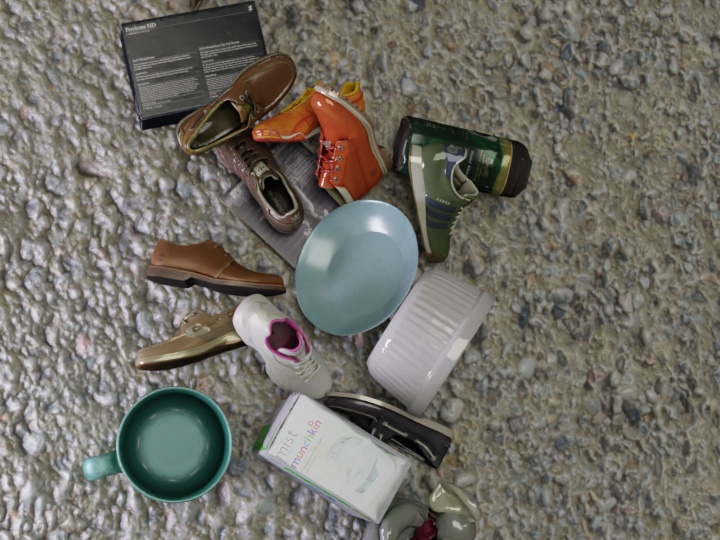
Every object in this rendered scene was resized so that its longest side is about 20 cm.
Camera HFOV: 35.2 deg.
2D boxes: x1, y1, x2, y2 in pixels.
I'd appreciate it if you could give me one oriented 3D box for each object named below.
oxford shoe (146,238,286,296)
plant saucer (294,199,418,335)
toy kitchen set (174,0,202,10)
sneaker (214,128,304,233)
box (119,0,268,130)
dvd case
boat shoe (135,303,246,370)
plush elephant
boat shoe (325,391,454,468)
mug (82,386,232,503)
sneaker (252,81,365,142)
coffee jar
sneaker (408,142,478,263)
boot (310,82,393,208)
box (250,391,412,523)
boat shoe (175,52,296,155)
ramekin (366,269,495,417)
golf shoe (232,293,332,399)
[{"bbox_3d":[-0.198,-0.005,1.605,0.197,0.071,0.072,12,74,-8],"label":"oxford shoe"},{"bbox_3d":[0.000,0.000,1.602,0.199,0.039,0.203,-12,64,26],"label":"plant saucer"},{"bbox_3d":[-0.149,-0.464,1.635,0.179,0.163,0.202,27,78,-6],"label":"toy kitchen set"},{"bbox_3d":[-0.142,-0.147,1.616,0.070,0.076,0.201,-37,87,-14],"label":"sneaker"},{"bbox_3d":[-0.235,-0.295,1.635,0.198,0.079,0.143,-12,88,-13],"label":"box"},{"bbox_3d":[-0.085,-0.088,1.666,0.200,0.016,0.149,43,75,-2],"label":"dvd case"},{"bbox_3d":[-0.224,0.089,1.587,0.198,0.071,0.065,-16,80,-24],"label":"boat shoe"},{"bbox_3d":[0.090,0.370,1.557,0.153,0.166,0.202,4,54,14],"label":"plush elephant"},{"bbox_3d":[0.037,0.226,1.615,0.198,0.073,0.063,22,76,-13],"label":"boat shoe"},{"bbox_3d":[-0.267,0.230,1.530,0.183,0.114,0.154,18,79,-8],"label":"mug"},{"bbox_3d":[-0.079,-0.229,1.640,0.199,0.073,0.078,-24,109,-38],"label":"sneaker"},{"bbox_3d":[0.151,-0.167,1.680,0.197,0.104,0.086,11,102,-9],"label":"coffee jar"},{"bbox_3d":[0.127,-0.095,1.624,0.089,0.202,0.067,-5,37,11],"label":"sneaker"},{"bbox_3d":[-0.030,-0.173,1.603,0.107,0.075,0.201,-48,137,-13],"label":"boot"},{"bbox_3d":[-0.044,0.249,1.529,0.175,0.200,0.097,32,77,-6],"label":"box"},{"bbox_3d":[-0.164,-0.225,1.574,0.199,0.068,0.072,-40,115,-2],"label":"boat shoe"},{"bbox_3d":[0.093,0.093,1.587,0.105,0.200,0.201,34,76,5],"label":"ramekin"},{"bbox_3d":[-0.095,0.119,1.565,0.076,0.091,0.200,-51,125,-14],"label":"golf shoe"}]
